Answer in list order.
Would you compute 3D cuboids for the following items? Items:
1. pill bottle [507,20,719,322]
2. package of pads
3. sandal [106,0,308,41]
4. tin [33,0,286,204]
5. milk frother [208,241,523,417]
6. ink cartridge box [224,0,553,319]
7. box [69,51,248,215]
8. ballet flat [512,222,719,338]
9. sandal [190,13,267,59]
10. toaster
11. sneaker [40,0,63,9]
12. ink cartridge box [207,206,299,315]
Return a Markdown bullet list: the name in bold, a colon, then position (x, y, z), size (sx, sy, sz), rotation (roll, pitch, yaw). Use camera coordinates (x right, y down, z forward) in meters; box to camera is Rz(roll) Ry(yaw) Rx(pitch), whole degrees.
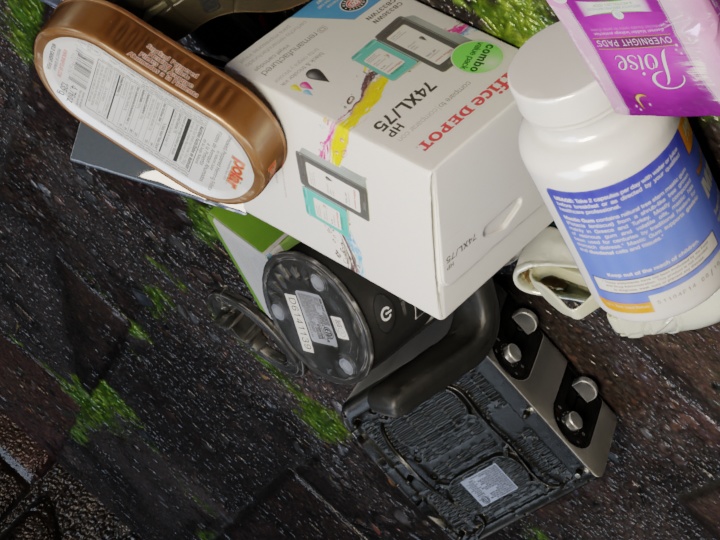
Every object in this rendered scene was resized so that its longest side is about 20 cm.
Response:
- **pill bottle**: position (0.173, -0.070, 1.503), size (0.112, 0.112, 0.200), rotation (21, 150, 45)
- **package of pads**: position (0.165, -0.182, 1.329), size (0.120, 0.076, 0.200), rotation (5, 139, 47)
- **sandal**: position (-0.103, -0.218, 1.636), size (0.055, 0.199, 0.082), rotation (-112, -2, -47)
- **tin**: position (-0.146, -0.120, 1.614), size (0.199, 0.042, 0.112), rotation (32, 152, 2)
- **milk frother**: position (0.000, 0.000, 1.792), size (0.200, 0.188, 0.181), rotation (28, 139, 35)
- **ink cartridge box**: position (0.027, -0.094, 1.641), size (0.200, 0.147, 0.147), rotation (29, 143, 31)
- **box**: position (-0.134, -0.119, 1.809), size (0.148, 0.108, 0.200), rotation (17, -176, 3)
- **ballet flat**: position (0.194, 0.018, 1.704), size (0.200, 0.069, 0.070), rotation (20, 150, 46)
- **sandal**: position (-0.109, -0.210, 1.855), size (0.075, 0.045, 0.200), rotation (55, 172, -16)
- **toaster**: position (0.100, 0.129, 1.946), size (0.200, 0.119, 0.181), rotation (-34, 105, 36)
- **sneaker**: position (-0.156, -0.230, 1.689), size (0.199, 0.109, 0.070), rotation (8, -167, -6)
- **ink cartridge box**: position (-0.035, 0.012, 2.061), size (0.200, 0.076, 0.148), rotation (34, 160, 44)
